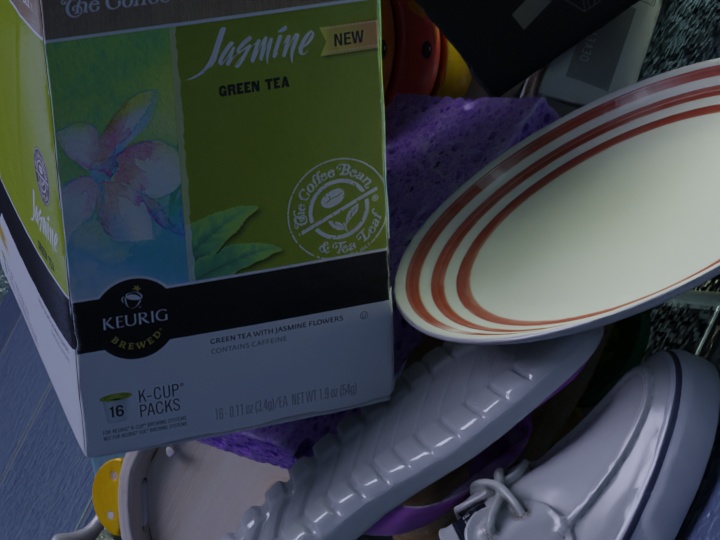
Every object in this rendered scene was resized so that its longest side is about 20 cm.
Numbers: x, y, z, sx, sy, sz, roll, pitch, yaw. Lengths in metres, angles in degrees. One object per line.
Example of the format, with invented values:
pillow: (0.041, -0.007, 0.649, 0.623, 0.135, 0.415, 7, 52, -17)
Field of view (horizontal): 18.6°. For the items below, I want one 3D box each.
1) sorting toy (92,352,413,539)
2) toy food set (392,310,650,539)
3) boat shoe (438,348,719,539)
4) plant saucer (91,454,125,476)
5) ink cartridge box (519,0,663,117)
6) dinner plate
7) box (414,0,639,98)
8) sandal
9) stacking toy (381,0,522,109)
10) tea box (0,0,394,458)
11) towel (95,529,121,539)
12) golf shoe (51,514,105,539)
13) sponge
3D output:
sorting toy: (-0.035, 0.079, 1.141, 0.200, 0.107, 0.180, -62, -17, 21)
toy food set: (0.072, 0.039, 0.958, 0.198, 0.049, 0.200, -61, 14, 3)
boat shoe: (0.060, 0.108, 0.830, 0.200, 0.066, 0.072, -57, 16, 18)
plant saucer: (-0.107, 0.137, 1.262, 0.201, 0.039, 0.202, 164, 90, -70)
ink cartridge box: (0.110, -0.098, 1.123, 0.200, 0.050, 0.161, 105, -176, -63)
dinner plate: (0.107, -0.025, 0.857, 0.200, 0.024, 0.200, -26, 22, 11)
box: (0.075, -0.219, 0.969, 0.200, 0.197, 0.118, -34, 38, 14)
sandal: (0.020, 0.081, 0.873, 0.202, 0.050, 0.083, -37, 21, 17)
stacking toy: (0.009, -0.114, 1.127, 0.146, 0.200, 0.147, 2, 93, 48)
tea box: (-0.080, -0.062, 0.904, 0.200, 0.133, 0.197, -129, 32, -61)
towel: (-0.126, 0.227, 1.218, 0.200, 0.036, 0.149, -173, 83, -72)
golf shoe: (-0.113, 0.128, 1.364, 0.200, 0.088, 0.077, -58, 13, 11)
sponge: (0.000, 0.000, 0.991, 0.200, 0.030, 0.111, -53, 32, -18)
